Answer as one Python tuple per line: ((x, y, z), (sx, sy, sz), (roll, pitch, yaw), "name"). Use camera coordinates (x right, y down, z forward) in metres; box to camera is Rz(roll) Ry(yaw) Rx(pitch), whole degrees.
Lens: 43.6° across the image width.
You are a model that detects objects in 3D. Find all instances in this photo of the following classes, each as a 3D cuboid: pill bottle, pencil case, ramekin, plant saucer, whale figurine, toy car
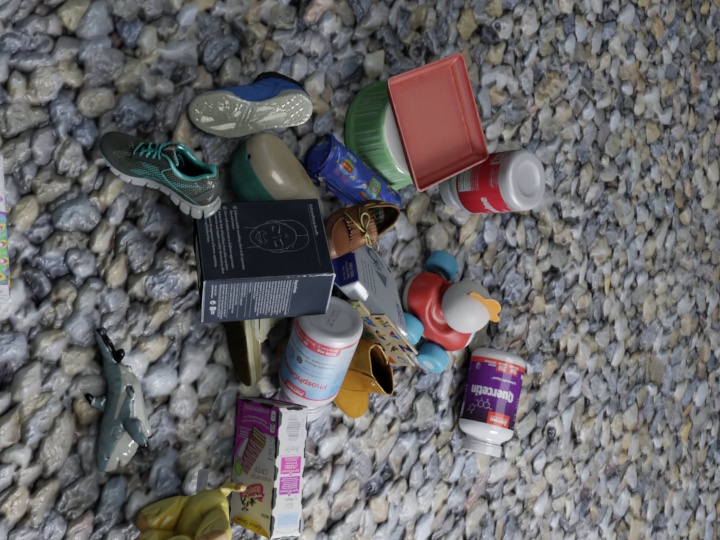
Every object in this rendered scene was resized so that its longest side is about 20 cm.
((0.260, 0.263, 1.795), (0.111, 0.111, 0.204), (20, 77, -37), "pill bottle")
((-0.014, -0.154, 1.589), (0.199, 0.077, 0.088), (37, 55, -33), "pencil case")
((0.076, -0.252, 1.652), (0.197, 0.097, 0.205), (0, 89, -39), "ramekin")
((0.133, -0.267, 1.613), (0.198, 0.036, 0.203), (-27, 107, -35), "plant saucer")
((-0.138, -0.136, 1.484), (0.199, 0.103, 0.161), (34, 30, -56), "whale figurine")
((0.248, -0.167, 1.729), (0.111, 0.198, 0.115), (0, 90, -38), "pill bottle")
((-0.073, 0.148, 1.469), (0.107, 0.109, 0.202), (-13, 137, -38), "pill bottle")
((0.191, 0.080, 1.682), (0.177, 0.198, 0.186), (47, 63, -29), "toy car")

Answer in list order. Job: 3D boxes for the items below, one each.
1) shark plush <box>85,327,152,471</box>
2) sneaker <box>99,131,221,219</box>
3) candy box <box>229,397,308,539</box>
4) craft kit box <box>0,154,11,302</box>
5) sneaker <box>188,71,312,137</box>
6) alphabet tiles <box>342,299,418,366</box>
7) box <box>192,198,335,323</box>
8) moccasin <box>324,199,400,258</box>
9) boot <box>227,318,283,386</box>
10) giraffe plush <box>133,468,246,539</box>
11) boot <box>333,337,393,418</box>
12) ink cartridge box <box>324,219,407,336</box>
((-0.361, 0.188, 1.312), (0.082, 0.091, 0.204), (-11, 103, -8), "shark plush")
((-0.287, -0.161, 1.316), (0.197, 0.092, 0.078), (26, 51, -3), "sneaker")
((-0.149, 0.312, 1.440), (0.060, 0.135, 0.205), (5, 86, -37), "candy box")
((-0.559, -0.051, 1.160), (0.197, 0.048, 0.202), (-5, 91, -40), "craft kit box")
((-0.180, -0.272, 1.463), (0.196, 0.112, 0.078), (-8, 117, -6), "sneaker")
((0.003, 0.107, 1.525), (0.167, 0.198, 0.006), (49, 59, -27), "alphabet tiles")
((-0.151, -0.017, 1.376), (0.196, 0.108, 0.150), (-3, 53, -14), "box")
((0.002, -0.069, 1.488), (0.200, 0.077, 0.075), (-24, 109, -55), "moccasin")
((-0.143, 0.080, 1.484), (0.152, 0.072, 0.205), (-6, 90, -36), "boot")
((-0.243, 0.429, 1.372), (0.200, 0.169, 0.165), (-59, 142, -62), "giraffe plush")
((0.006, 0.196, 1.550), (0.070, 0.143, 0.204), (-36, 124, -28), "boot")
((0.000, 0.000, 1.546), (0.200, 0.040, 0.201), (47, 18, -30), "ink cartridge box")
